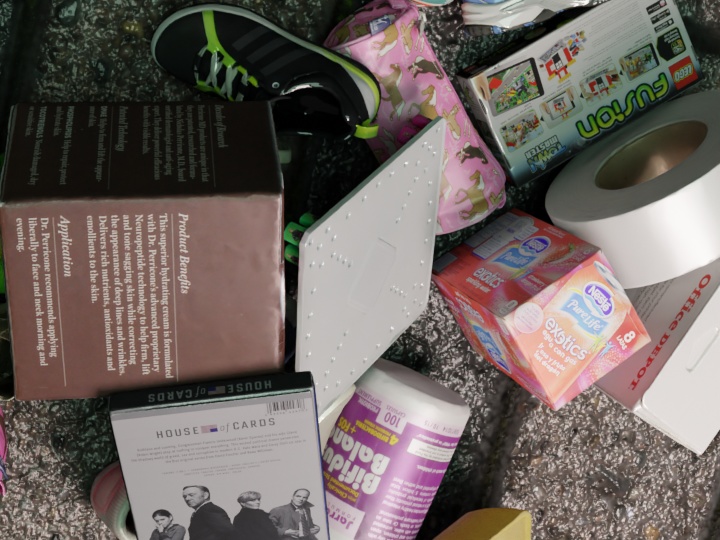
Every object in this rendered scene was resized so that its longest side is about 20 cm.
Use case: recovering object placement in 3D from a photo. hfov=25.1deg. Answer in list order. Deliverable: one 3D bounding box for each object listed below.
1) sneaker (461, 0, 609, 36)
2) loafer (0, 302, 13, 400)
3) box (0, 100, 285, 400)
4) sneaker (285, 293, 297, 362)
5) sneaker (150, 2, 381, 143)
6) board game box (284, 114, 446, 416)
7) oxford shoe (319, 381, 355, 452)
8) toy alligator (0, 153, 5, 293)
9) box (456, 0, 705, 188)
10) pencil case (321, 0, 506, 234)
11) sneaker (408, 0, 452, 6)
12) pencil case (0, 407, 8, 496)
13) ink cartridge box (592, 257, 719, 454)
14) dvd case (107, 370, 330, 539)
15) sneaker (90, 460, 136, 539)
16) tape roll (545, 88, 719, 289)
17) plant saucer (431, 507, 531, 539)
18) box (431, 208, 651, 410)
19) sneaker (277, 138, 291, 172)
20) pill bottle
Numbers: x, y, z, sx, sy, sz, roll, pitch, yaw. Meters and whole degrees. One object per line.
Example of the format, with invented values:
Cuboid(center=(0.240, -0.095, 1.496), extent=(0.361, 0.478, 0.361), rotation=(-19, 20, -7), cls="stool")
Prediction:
Cuboid(center=(0.171, -0.257, 1.352), extent=(0.198, 0.076, 0.078), rotation=(-20, 102, -21), cls="sneaker")
Cuboid(center=(-0.272, 0.065, 1.277), extent=(0.198, 0.067, 0.077), rotation=(-13, 133, -35), cls="loafer")
Cuboid(center=(-0.159, -0.018, 1.193), extent=(0.198, 0.165, 0.168), rotation=(-1, 120, -7), cls="box")
Cuboid(center=(-0.081, 0.084, 1.322), extent=(0.145, 0.081, 0.201), rotation=(-24, 70, -25), cls="sneaker")
Cuboid(center=(-0.076, -0.152, 1.272), extent=(0.198, 0.083, 0.072), rotation=(16, 124, 5), cls="sneaker")
Cuboid(center=(0.000, 0.000, 1.282), extent=(0.200, 0.026, 0.202), rotation=(-43, 147, -42), cls="board game box")
Cuboid(center=(-0.063, 0.175, 1.357), extent=(0.058, 0.075, 0.201), rotation=(38, 95, 2), cls="oxford shoe")
Cuboid(center=(-0.283, -0.027, 1.283), extent=(0.054, 0.059, 0.202), rotation=(-8, 118, -10), cls="toy alligator")
Cuboid(center=(0.193, -0.169, 1.407), extent=(0.199, 0.035, 0.111), rotation=(-29, 110, -8), cls="box")
Cuboid(center=(0.047, -0.127, 1.350), extent=(0.083, 0.086, 0.201), rotation=(-45, 115, -35), cls="pencil case")
Cuboid(center=(0.016, -0.292, 1.293), extent=(0.070, 0.093, 0.200), rotation=(-42, 111, -3), cls="sneaker")
Cuboid(center=(-0.382, 0.148, 1.285), extent=(0.198, 0.091, 0.095), rotation=(-7, 112, -13), cls="pencil case")
Cuboid(center=(0.261, 0.053, 1.393), extent=(0.084, 0.200, 0.147), rotation=(34, 93, -21), cls="ink cartridge box")
Cuboid(center=(-0.101, 0.160, 1.217), extent=(0.148, 0.025, 0.201), rotation=(-6, 132, -3), cls="dvd case")
Cuboid(center=(-0.131, 0.162, 1.354), extent=(0.199, 0.105, 0.076), rotation=(-34, 108, -8), cls="sneaker")
Cuboid(center=(0.259, -0.071, 1.364), extent=(0.202, 0.202, 0.071), rotation=(-34, 110, -6), cls="tape roll")
Cuboid(center=(0.062, 0.300, 1.424), extent=(0.199, 0.048, 0.201), rotation=(-34, 147, -18), cls="plant saucer")
Cuboid(center=(0.145, 0.027, 1.352), extent=(0.102, 0.200, 0.095), rotation=(-35, 108, -7), cls="box")
Cuboid(center=(-0.155, -0.060, 1.315), extent=(0.198, 0.075, 0.107), rotation=(-1, 108, -7), cls="sneaker")
Cuboid(center=(0.008, 0.185, 1.396), extent=(0.111, 0.112, 0.202), rotation=(21, 96, -20), cls="pill bottle")
